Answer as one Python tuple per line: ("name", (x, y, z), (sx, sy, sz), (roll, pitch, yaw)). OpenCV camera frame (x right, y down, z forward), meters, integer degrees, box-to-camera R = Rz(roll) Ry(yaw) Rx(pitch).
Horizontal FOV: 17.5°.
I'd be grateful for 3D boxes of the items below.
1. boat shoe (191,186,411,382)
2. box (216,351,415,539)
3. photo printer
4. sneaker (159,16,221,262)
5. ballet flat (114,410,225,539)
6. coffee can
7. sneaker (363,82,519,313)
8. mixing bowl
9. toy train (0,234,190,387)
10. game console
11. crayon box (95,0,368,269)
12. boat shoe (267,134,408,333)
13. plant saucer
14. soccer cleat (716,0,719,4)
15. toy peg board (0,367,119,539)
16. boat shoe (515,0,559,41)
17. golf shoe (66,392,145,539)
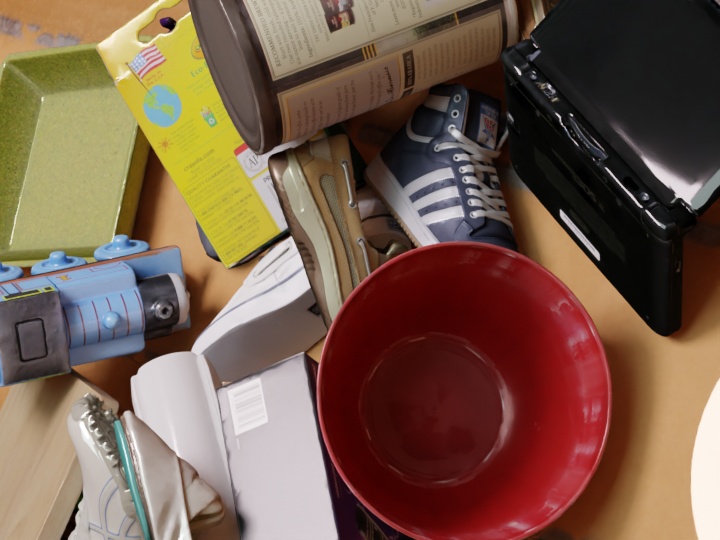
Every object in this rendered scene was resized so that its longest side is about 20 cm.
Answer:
("boat shoe", (-0.048, 0.011, 1.762), (0.199, 0.074, 0.066), (-33, 49, 15))
("box", (-0.020, 0.178, 1.602), (0.078, 0.141, 0.201), (-22, 58, 17))
("photo printer", (-0.103, 0.181, 1.669), (0.069, 0.167, 0.201), (-17, 55, -1))
("sneaker", (-0.133, -0.104, 1.863), (0.074, 0.087, 0.201), (-29, 54, 38))
("ballet flat", (-0.113, 0.186, 1.543), (0.069, 0.069, 0.201), (-26, 69, 32))
("coffee can", (-0.007, -0.184, 1.657), (0.199, 0.147, 0.147), (-21, 49, -12))
("sneaker", (0.083, -0.059, 1.666), (0.109, 0.070, 0.200), (-54, 43, 13))
("mixing bowl", (0.059, 0.088, 1.565), (0.108, 0.199, 0.201), (141, 143, -76))
("toy train", (-0.223, 0.032, 1.825), (0.114, 0.199, 0.087), (-148, 50, -64))
("game console", (0.192, -0.091, 1.557), (0.116, 0.176, 0.200), (-26, 51, -15))
("crayon box", (-0.096, -0.119, 1.760), (0.127, 0.051, 0.201), (-32, 87, 20))
("boat shoe", (0.000, 0.000, 1.673), (0.076, 0.201, 0.072), (-20, 15, -3))
("plant saucer", (-0.246, -0.092, 1.991), (0.199, 0.048, 0.201), (-2, 71, 41))
("soccer cleat", (0.263, -0.176, 1.569), (0.201, 0.066, 0.077), (-57, 7, 20))
("toy peg board", (-0.234, 0.186, 1.841), (0.201, 0.097, 0.199), (-65, 25, -1))
("boat shoe", (0.125, -0.213, 1.700), (0.068, 0.072, 0.201), (-33, 44, 33))
("golf shoe", (-0.188, 0.193, 1.716), (0.097, 0.078, 0.201), (-20, 101, 7))
